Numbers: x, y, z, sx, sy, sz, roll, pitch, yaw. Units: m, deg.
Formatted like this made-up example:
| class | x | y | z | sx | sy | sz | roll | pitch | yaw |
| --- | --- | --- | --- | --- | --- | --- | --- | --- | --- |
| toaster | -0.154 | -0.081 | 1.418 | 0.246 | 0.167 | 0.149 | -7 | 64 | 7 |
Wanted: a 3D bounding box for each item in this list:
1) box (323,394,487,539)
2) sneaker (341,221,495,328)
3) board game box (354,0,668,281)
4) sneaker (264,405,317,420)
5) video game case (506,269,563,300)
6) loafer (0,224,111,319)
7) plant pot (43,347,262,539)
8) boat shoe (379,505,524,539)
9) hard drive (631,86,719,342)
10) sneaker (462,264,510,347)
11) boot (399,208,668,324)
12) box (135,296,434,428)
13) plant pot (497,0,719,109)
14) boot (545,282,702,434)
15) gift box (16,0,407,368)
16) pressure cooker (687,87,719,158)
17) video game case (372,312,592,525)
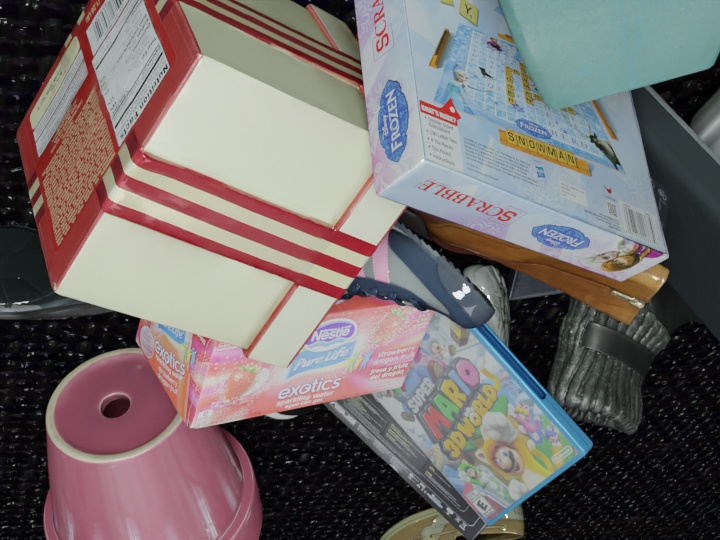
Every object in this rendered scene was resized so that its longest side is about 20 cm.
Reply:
| class | x | y | z | sx | sy | sz | roll | pitch | yaw |
| --- | --- | --- | --- | --- | --- | --- | --- | --- | --- |
| box | 0.064 | 0.130 | 1.069 | 0.048 | 0.200 | 0.159 | -39 | 164 | -37 |
| sneaker | 0.000 | 0.000 | 0.832 | 0.082 | 0.199 | 0.070 | -54 | 152 | -6 |
| board game box | 0.084 | -0.111 | 0.688 | 0.198 | 0.202 | 0.041 | 18 | 146 | -37 |
| sneaker | -0.071 | 0.069 | 1.034 | 0.089 | 0.071 | 0.200 | -23 | 144 | 23 |
| video game case | 0.204 | -0.043 | 1.005 | 0.141 | 0.019 | 0.201 | -8 | 146 | -7 |
| loafer | -0.232 | 0.011 | 0.894 | 0.197 | 0.074 | 0.073 | -3 | 151 | -12 |
| plant pot | -0.196 | 0.177 | 1.065 | 0.197 | 0.201 | 0.180 | -10 | 133 | -3 |
| boat shoe | 0.115 | 0.336 | 1.510 | 0.198 | 0.067 | 0.074 | -26 | 145 | 20 |
| hard drive | 0.216 | -0.039 | 0.805 | 0.033 | 0.201 | 0.140 | -30 | 149 | -8 |
| sneaker | 0.085 | 0.069 | 1.086 | 0.098 | 0.079 | 0.201 | 3 | 140 | 5 |
| boot | 0.111 | -0.028 | 0.816 | 0.198 | 0.069 | 0.189 | 28 | 163 | 13 |
| box | -0.055 | 0.038 | 0.901 | 0.198 | 0.103 | 0.095 | -6 | 133 | -36 |
| plant pot | 0.112 | -0.192 | 0.575 | 0.139 | 0.142 | 0.201 | -15 | 129 | 4 |
| boot | 0.241 | 0.061 | 1.002 | 0.209 | 0.160 | 0.079 | 14 | 165 | -29 |
| gift box | -0.075 | -0.082 | 0.707 | 0.185 | 0.201 | 0.185 | 21 | 122 | -36 |
| pressure cooker | 0.341 | -0.101 | 0.804 | 0.176 | 0.179 | 0.200 | -39 | 170 | -48 |
| video game case | 0.079 | 0.102 | 0.977 | 0.018 | 0.200 | 0.143 | -35 | 170 | -44 |
